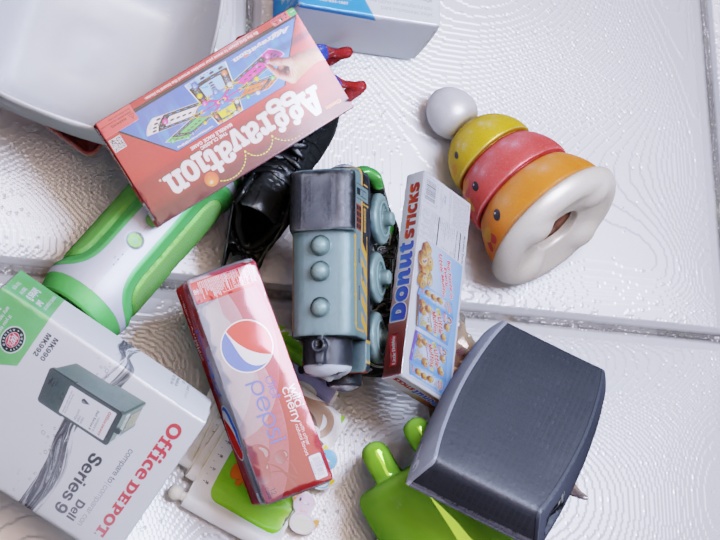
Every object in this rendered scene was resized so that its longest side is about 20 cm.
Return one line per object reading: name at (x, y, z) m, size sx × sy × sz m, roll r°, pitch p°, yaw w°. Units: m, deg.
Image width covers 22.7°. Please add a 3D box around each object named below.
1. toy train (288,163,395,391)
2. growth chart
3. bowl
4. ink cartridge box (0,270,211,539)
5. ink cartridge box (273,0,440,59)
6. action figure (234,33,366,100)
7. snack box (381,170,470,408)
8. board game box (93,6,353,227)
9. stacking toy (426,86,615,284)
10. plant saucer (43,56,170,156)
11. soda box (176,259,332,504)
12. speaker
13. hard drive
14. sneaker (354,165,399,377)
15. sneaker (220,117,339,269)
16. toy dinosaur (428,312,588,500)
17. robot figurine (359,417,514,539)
toy train at (-0.022, 0.002, 1.538) m, size 0.085 × 0.114 × 0.200 m, roll -1°, pitch 82°, yaw 16°
growth chart at (-0.082, 0.142, 1.573) m, size 0.145 × 0.018 × 0.200 m, roll 21°, pitch 74°, yaw -10°
bowl at (-0.234, -0.203, 1.578) m, size 0.200 × 0.075 × 0.200 m, roll 18°, pitch 66°, yaw -14°
ink cartridge box at (-0.242, 0.118, 1.465) m, size 0.200 × 0.084 × 0.146 m, roll 34°, pitch 96°, yaw -6°
ink cartridge box at (-0.004, -0.318, 1.737) m, size 0.146 × 0.086 × 0.200 m, roll 6°, pitch 71°, yaw -18°
action figure at (-0.071, -0.181, 1.637) m, size 0.200 × 0.052 × 0.065 m, roll -3°, pitch 73°, yaw -58°
snack box at (0.060, 0.016, 1.577) m, size 0.072 × 0.024 × 0.200 m, roll 34°, pitch 54°, yaw -42°
board game box at (-0.115, -0.132, 1.530) m, size 0.200 × 0.019 × 0.103 m, roll -33°, pitch 96°, yaw -12°
stacking toy at (0.131, -0.098, 1.707) m, size 0.146 × 0.146 × 0.200 m, roll -30°, pitch 64°, yaw -26°
plant saucer at (-0.273, -0.225, 1.632) m, size 0.200 × 0.037 × 0.200 m, roll 36°, pitch 63°, yaw -5°
soda box at (-0.091, 0.095, 1.522) m, size 0.063 × 0.070 × 0.200 m, roll -19°, pitch 88°, yaw -14°
speaker at (-0.190, -0.029, 1.566) m, size 0.088 × 0.088 × 0.200 m, roll 40°, pitch 64°, yaw -3°
hard drive at (0.131, 0.131, 1.519) m, size 0.135 × 0.042 × 0.200 m, roll 26°, pitch 45°, yaw 6°
sneaker at (0.000, 0.000, 1.626) m, size 0.078 × 0.085 × 0.200 m, roll -7°, pitch 76°, yaw -22°
sneaker at (-0.074, -0.077, 1.582) m, size 0.060 × 0.200 × 0.104 m, roll 24°, pitch 29°, yaw -4°
toy dinosaur at (0.128, 0.136, 1.612) m, size 0.136 × 0.086 × 0.200 m, roll -10°, pitch 62°, yaw -22°
robot figurine at (0.077, 0.226, 1.557) m, size 0.175 × 0.116 × 0.200 m, roll -29°, pitch 85°, yaw -3°
